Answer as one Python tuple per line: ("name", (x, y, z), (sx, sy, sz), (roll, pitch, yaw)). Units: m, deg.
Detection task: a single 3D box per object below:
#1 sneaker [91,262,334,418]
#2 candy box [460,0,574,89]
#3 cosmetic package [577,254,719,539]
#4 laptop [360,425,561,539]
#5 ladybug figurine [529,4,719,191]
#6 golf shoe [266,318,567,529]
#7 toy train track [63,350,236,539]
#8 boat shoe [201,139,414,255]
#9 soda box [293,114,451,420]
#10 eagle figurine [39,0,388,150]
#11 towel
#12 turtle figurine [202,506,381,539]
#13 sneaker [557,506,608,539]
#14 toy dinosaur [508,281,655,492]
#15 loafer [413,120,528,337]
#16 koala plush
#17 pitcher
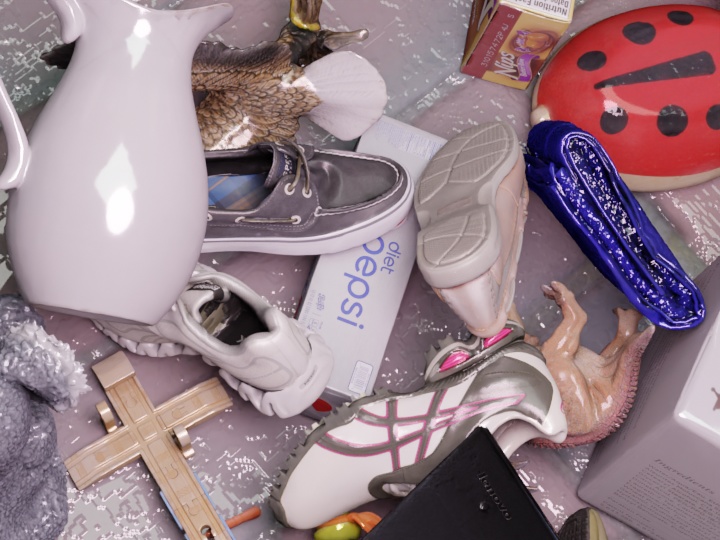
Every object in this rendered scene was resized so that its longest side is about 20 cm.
("sneaker", (-0.109, 0.022, 1.599), (0.199, 0.081, 0.075), (21, 73, 30))
("candy box", (0.124, -0.243, 1.763), (0.056, 0.117, 0.201), (15, 68, -7))
("cosmetic package", (0.270, 0.094, 1.629), (0.164, 0.200, 0.165), (30, 67, -3))
("laptop", (0.032, 0.234, 1.540), (0.188, 0.199, 0.116), (57, 25, -12))
("ladybug figurine", (0.215, -0.128, 1.766), (0.199, 0.072, 0.136), (-17, 75, -18))
("golf shoe", (0.034, 0.113, 1.564), (0.199, 0.077, 0.088), (-34, 63, 5))
("toy train track", (-0.117, 0.133, 1.593), (0.114, 0.033, 0.201), (-29, 68, -10))
("boat shoe", (-0.062, -0.055, 1.610), (0.199, 0.066, 0.070), (-2, 58, -6))
("soda box", (0.000, 0.000, 1.672), (0.063, 0.068, 0.201), (20, 67, -3))
("eagle figurine", (-0.098, -0.117, 1.663), (0.200, 0.151, 0.152), (-32, 89, -32))
("towel", (0.158, -0.029, 1.640), (0.049, 0.200, 0.148), (-34, 96, 2))
("turtle figurine", (0.000, 0.219, 1.595), (0.199, 0.064, 0.162), (-3, 71, -14))
("sneaker", (0.174, 0.253, 1.628), (0.088, 0.077, 0.201), (-4, 78, -26))
("toy dinosaur", (0.119, 0.087, 1.630), (0.086, 0.199, 0.136), (27, 62, -48))
("loafer", (0.074, -0.027, 1.606), (0.072, 0.200, 0.063), (-18, 115, 17))
("koala plush", (-0.244, 0.094, 1.508), (0.176, 0.200, 0.185), (-19, 76, -19))
("pitcher", (-0.169, -0.076, 1.503), (0.171, 0.121, 0.201), (11, 85, -28))
